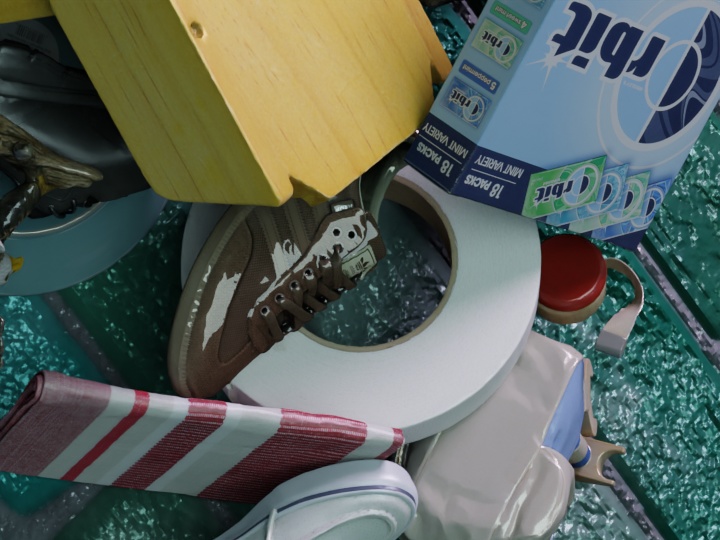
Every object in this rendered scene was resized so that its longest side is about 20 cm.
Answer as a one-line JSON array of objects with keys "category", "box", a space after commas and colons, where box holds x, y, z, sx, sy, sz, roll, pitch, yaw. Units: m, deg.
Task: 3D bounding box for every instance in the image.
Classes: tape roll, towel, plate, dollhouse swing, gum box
[{"category": "tape roll", "box": [0.000, 0.000, 1.453, 0.202, 0.037, 0.203, -1, 71, 2]}, {"category": "towel", "box": [-0.094, 0.091, 1.404, 0.199, 0.144, 0.023, 9, 69, -20]}, {"category": "plate", "box": [-0.189, -0.086, 1.439, 0.200, 0.026, 0.201, 1, 88, -20]}, {"category": "dollhouse swing", "box": [-0.095, -0.110, 1.364, 0.182, 0.176, 0.200, 62, 34, -9]}, {"category": "gum box", "box": [0.132, -0.120, 1.391, 0.170, 0.045, 0.200, 14, 107, -49]}]

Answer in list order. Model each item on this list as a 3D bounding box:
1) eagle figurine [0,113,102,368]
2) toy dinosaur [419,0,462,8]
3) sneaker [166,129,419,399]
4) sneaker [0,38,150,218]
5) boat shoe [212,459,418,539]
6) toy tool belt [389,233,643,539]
[{"category": "eagle figurine", "box": [-0.219, 0.010, 1.330, 0.151, 0.152, 0.200, 26, 103, -38]}, {"category": "toy dinosaur", "box": [0.066, -0.187, 1.481, 0.077, 0.200, 0.102, 49, 35, -22]}, {"category": "sneaker", "box": [-0.030, -0.012, 1.397, 0.075, 0.070, 0.200, 23, 71, 21]}, {"category": "sneaker", "box": [-0.143, -0.067, 1.412, 0.199, 0.076, 0.091, 12, 93, -13]}, {"category": "boat shoe", "box": [-0.053, 0.178, 1.398, 0.202, 0.086, 0.075, -27, 134, 11]}, {"category": "toy tool belt", "box": [0.090, 0.088, 1.502, 0.125, 0.123, 0.200, 19, 72, 15]}]
